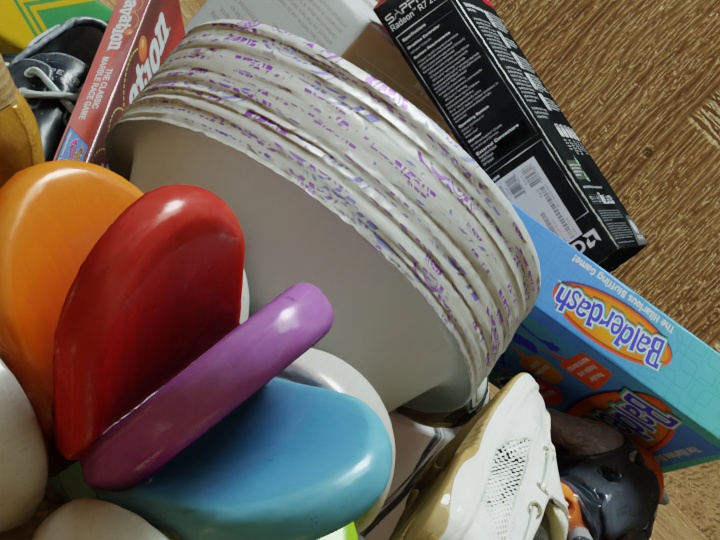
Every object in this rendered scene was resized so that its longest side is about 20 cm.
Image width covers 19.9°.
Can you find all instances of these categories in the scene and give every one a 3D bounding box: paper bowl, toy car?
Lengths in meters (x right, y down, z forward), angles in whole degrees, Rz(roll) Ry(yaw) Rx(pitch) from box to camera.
[{"bbox_3d":[-0.027,-0.007,0.909,0.200,0.105,0.201,32,-21,14],"label":"paper bowl"},{"bbox_3d":[-0.069,0.045,0.747,0.200,0.150,0.175,45,44,7],"label":"toy car"}]

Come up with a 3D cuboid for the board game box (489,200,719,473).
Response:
[{"bbox_3d":[0.111,0.039,1.144,0.199,0.045,0.152,35,-18,-6],"label":"board game box"}]

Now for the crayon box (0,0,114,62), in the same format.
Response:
[{"bbox_3d":[-0.217,-0.139,1.122,0.125,0.052,0.200,6,-12,32],"label":"crayon box"}]

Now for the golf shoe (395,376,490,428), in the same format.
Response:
[{"bbox_3d":[0.000,0.000,1.070,0.201,0.072,0.092,61,14,25],"label":"golf shoe"}]

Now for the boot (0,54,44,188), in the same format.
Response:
[{"bbox_3d":[-0.223,-0.044,0.833,0.071,0.199,0.145,-64,148,-55],"label":"boot"}]

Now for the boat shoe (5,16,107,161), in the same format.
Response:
[{"bbox_3d":[-0.153,-0.072,0.992,0.071,0.068,0.200,31,24,-6],"label":"boat shoe"}]

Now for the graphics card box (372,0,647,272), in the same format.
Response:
[{"bbox_3d":[0.091,-0.084,1.217,0.201,0.051,0.125,56,13,7],"label":"graphics card box"}]

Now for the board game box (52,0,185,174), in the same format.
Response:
[{"bbox_3d":[-0.117,-0.050,0.981,0.103,0.019,0.201,81,18,-49],"label":"board game box"}]

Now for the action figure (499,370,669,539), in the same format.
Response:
[{"bbox_3d":[0.118,0.162,1.102,0.193,0.104,0.202,-36,115,-53],"label":"action figure"}]

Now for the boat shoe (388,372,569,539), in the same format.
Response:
[{"bbox_3d":[0.063,0.111,0.950,0.069,0.071,0.200,40,24,0],"label":"boat shoe"}]

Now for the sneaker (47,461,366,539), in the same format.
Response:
[{"bbox_3d":[-0.052,0.121,0.846,0.200,0.074,0.118,37,14,-28],"label":"sneaker"}]

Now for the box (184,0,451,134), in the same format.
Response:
[{"bbox_3d":[-0.054,-0.086,1.287,0.106,0.200,0.152,48,11,30],"label":"box"}]

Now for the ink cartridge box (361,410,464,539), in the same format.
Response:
[{"bbox_3d":[-0.012,0.073,1.145,0.145,0.084,0.200,50,13,30],"label":"ink cartridge box"}]
